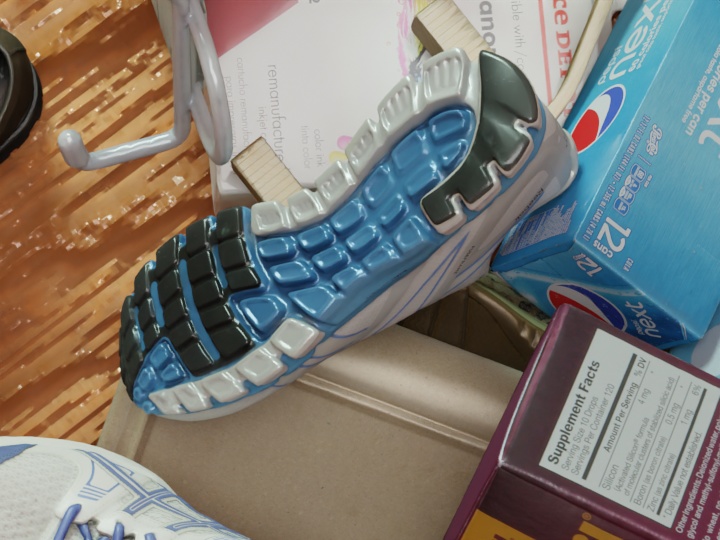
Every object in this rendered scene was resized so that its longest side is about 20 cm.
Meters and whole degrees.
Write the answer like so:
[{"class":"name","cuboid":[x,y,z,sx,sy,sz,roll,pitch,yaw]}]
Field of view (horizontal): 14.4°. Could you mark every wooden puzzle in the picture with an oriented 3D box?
[{"class":"wooden puzzle","cuboid":[-0.022,0.114,1.123,0.184,0.037,0.201,20,95,0]}]

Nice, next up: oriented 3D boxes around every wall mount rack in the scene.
[{"class":"wall mount rack","cuboid":[-0.107,-0.135,1.088,0.074,0.174,0.201,-15,61,-10]}]

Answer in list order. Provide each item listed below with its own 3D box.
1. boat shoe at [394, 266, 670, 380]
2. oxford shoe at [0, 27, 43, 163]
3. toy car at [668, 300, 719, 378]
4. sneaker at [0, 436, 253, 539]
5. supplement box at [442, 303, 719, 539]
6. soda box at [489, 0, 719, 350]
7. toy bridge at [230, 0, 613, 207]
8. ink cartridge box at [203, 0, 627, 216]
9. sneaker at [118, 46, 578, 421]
[{"class":"boat shoe","cuboid":[0.067,0.043,1.152,0.199,0.063,0.074,22,105,2]},{"class":"oxford shoe","cuboid":[-0.210,-0.027,1.125,0.073,0.084,0.200,42,83,0]},{"class":"toy car","cuboid":[0.253,0.054,1.055,0.184,0.200,0.177,40,78,-31]},{"class":"sneaker","cuboid":[-0.066,0.112,1.037,0.199,0.088,0.076,22,80,-18]},{"class":"supplement box","cuboid":[0.133,0.114,1.029,0.199,0.111,0.086,25,47,2]},{"class":"soda box","cuboid":[0.130,-0.066,1.109,0.068,0.064,0.201,36,65,-18]},{"class":"toy bridge","cuboid":[0.047,-0.076,1.111,0.200,0.027,0.067,-38,86,-8]},{"class":"ink cartridge box","cuboid":[0.035,-0.089,1.160,0.199,0.068,0.117,-5,82,-5]},{"class":"sneaker","cuboid":[0.000,0.000,1.067,0.200,0.087,0.075,-32,62,18]}]
